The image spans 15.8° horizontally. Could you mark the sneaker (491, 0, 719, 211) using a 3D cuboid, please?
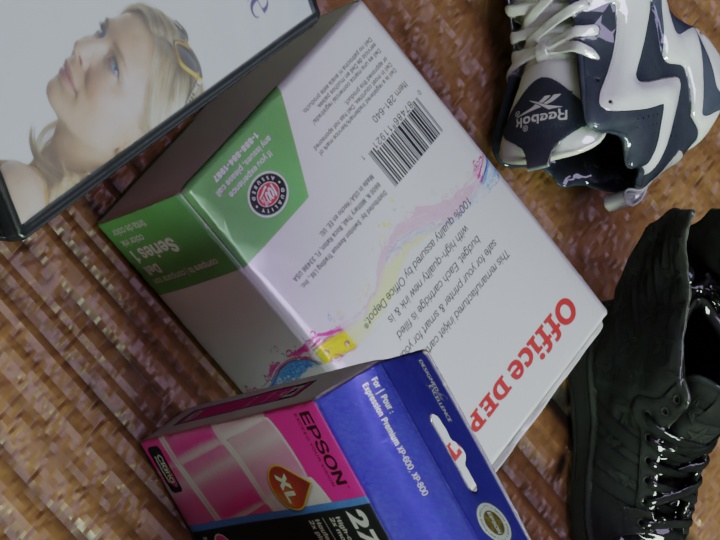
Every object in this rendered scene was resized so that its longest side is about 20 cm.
[{"bbox_3d":[0.099,-0.115,1.308,0.199,0.079,0.130,55,46,-25],"label":"sneaker"}]

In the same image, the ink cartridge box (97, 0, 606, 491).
[{"bbox_3d":[0.000,0.000,1.212,0.200,0.084,0.145,50,57,-16],"label":"ink cartridge box"}]

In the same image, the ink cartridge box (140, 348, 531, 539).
[{"bbox_3d":[-0.015,0.094,1.111,0.037,0.200,0.095,-35,100,-35],"label":"ink cartridge box"}]

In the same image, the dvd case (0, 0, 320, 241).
[{"bbox_3d":[-0.097,-0.119,0.996,0.200,0.018,0.143,-41,119,-43],"label":"dvd case"}]

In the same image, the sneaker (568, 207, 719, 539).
[{"bbox_3d":[0.154,0.074,1.294,0.060,0.104,0.200,0,80,-36],"label":"sneaker"}]
